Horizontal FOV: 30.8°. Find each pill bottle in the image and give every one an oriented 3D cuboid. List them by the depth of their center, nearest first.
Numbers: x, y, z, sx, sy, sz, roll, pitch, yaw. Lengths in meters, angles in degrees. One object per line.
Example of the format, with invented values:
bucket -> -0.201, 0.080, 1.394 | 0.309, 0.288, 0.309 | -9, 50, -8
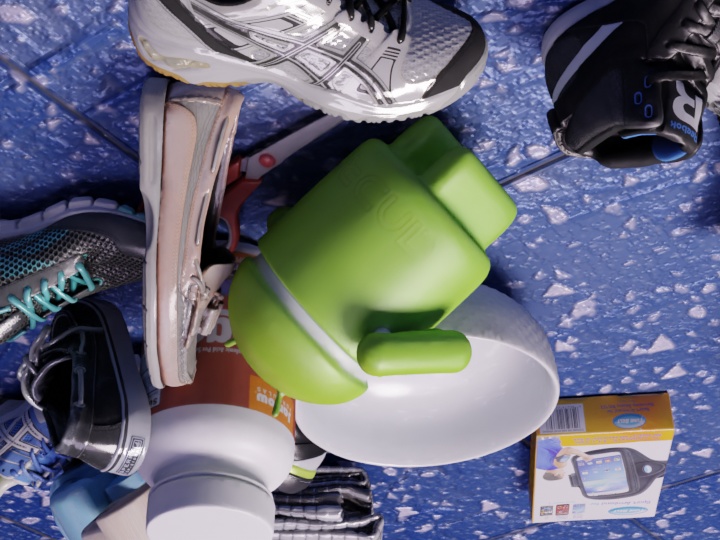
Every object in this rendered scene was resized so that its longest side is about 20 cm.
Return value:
pill bottle -> -0.099, 0.089, 0.905 | 0.111, 0.201, 0.113 | -1, 146, -1

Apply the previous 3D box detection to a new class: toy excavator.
toy excavator -> -0.191, 0.191, 1.040 | 0.194, 0.200, 0.100 | -27, 97, 26

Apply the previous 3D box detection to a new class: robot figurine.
robot figurine -> 0.000, 0.000, 0.819 | 0.200, 0.176, 0.116 | -44, 132, 4

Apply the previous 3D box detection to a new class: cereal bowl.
cereal bowl -> 0.046, 0.066, 0.977 | 0.198, 0.084, 0.201 | -3, 146, -2

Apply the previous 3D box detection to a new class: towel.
towel -> -0.078, 0.243, 1.234 | 0.198, 0.086, 0.166 | 1, 144, 0

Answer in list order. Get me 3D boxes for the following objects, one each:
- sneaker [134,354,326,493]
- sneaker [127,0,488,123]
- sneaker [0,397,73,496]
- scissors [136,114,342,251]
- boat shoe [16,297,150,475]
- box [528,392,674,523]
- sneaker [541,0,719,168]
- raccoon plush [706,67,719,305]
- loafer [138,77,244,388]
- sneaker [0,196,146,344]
sneaker -> -0.100, 0.104, 1.066 | 0.199, 0.072, 0.083 | 34, 95, -29
sneaker -> -0.024, -0.137, 0.694 | 0.198, 0.076, 0.088 | 5, 145, -9
sneaker -> -0.253, 0.139, 1.074 | 0.199, 0.078, 0.076 | -25, 138, 36
scissors -> -0.073, -0.070, 0.839 | 0.073, 0.014, 0.200 | 33, 131, -19
boat shoe -> -0.200, 0.072, 0.901 | 0.068, 0.200, 0.074 | 17, 112, -28
box -> 0.213, 0.179, 1.184 | 0.118, 0.042, 0.201 | -4, 143, 4
sneaker -> 0.183, -0.121, 0.689 | 0.073, 0.113, 0.200 | 23, 139, -32
raccoon plush -> 0.247, -0.058, 0.841 | 0.200, 0.097, 0.134 | 48, 143, -12
loafer -> -0.103, -0.018, 0.805 | 0.062, 0.072, 0.202 | 1, 112, -3
sneaker -> -0.220, 0.009, 0.875 | 0.198, 0.092, 0.078 | -6, 144, 15
